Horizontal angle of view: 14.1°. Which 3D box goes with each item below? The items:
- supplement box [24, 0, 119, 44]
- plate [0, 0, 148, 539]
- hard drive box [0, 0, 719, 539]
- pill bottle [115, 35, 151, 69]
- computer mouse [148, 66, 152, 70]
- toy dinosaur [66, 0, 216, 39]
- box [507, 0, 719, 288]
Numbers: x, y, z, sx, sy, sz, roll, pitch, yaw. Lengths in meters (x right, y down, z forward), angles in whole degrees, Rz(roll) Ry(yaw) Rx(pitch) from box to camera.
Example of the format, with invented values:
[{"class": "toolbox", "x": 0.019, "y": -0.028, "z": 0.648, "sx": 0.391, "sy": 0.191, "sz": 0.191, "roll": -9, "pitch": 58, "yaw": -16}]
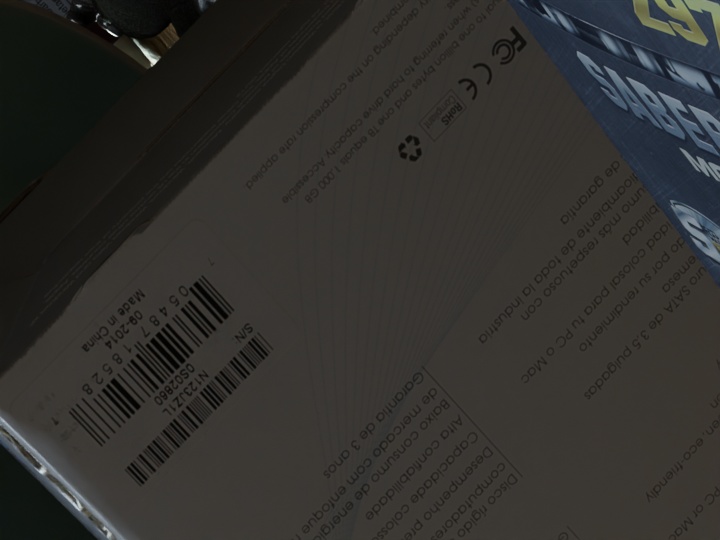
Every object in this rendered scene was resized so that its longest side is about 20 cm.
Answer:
[{"class": "supplement box", "x": -0.184, "y": -0.084, "z": 0.875, "sx": 0.133, "sy": 0.200, "sz": 0.197, "roll": 48, "pitch": 170, "yaw": -23}, {"class": "plate", "x": -0.077, "y": 0.035, "z": 0.633, "sx": 0.026, "sy": 0.201, "sz": 0.200, "roll": -21, "pitch": 121, "yaw": 40}, {"class": "hard drive box", "x": 0.029, "y": 0.032, "z": 0.615, "sx": 0.200, "sy": 0.156, "sz": 0.077, "roll": 48, "pitch": 170, "yaw": -21}, {"class": "pill bottle", "x": -0.146, "y": -0.062, "z": 1.077, "sx": 0.200, "sy": 0.116, "sz": 0.116, "roll": 40, "pitch": 170, "yaw": 27}, {"class": "computer mouse", "x": 0.000, "y": 0.000, "z": 0.788, "sx": 0.200, "sy": 0.034, "sz": 0.059, "roll": 36, "pitch": 170, "yaw": 39}, {"class": "toy dinosaur", "x": -0.033, "y": -0.073, "z": 0.737, "sx": 0.200, "sy": 0.077, "sz": 0.102, "roll": 46, "pitch": 160, "yaw": 17}, {"class": "box", "x": 0.087, "y": -0.030, "z": 0.409, "sx": 0.158, "sy": 0.051, "sz": 0.200, "roll": 51, "pitch": 169, "yaw": -32}]
